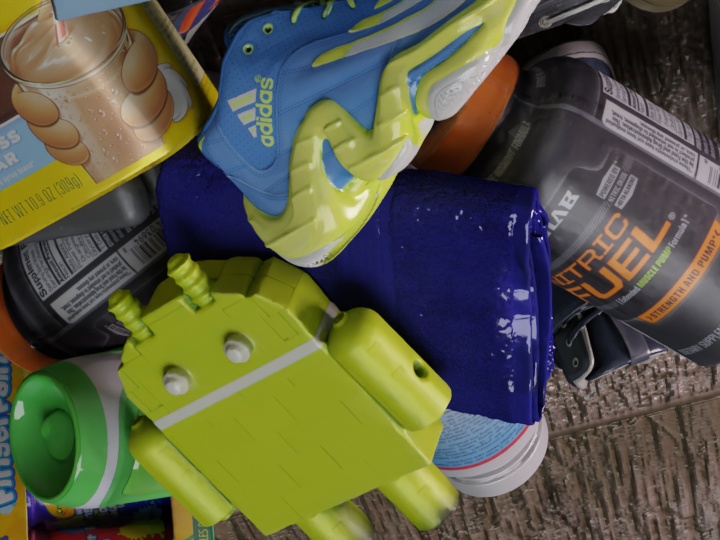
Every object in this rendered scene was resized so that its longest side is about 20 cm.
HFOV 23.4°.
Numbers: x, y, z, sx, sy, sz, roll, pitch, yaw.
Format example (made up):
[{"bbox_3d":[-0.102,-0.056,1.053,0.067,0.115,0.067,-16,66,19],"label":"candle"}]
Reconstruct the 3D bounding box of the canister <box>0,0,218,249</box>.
[{"bbox_3d":[-0.176,-0.124,0.804,0.148,0.087,0.201,-27,111,19],"label":"canister"}]

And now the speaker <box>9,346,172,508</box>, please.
[{"bbox_3d":[-0.100,0.087,1.012,0.199,0.089,0.088,-3,146,-43],"label":"speaker"}]

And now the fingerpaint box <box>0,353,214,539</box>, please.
[{"bbox_3d":[-0.177,0.130,1.083,0.166,0.201,0.073,-3,155,-8],"label":"fingerpaint box"}]

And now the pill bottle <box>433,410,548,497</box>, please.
[{"bbox_3d":[0.057,0.066,1.137,0.108,0.109,0.200,-19,140,11],"label":"pill bottle"}]

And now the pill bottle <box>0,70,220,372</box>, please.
[{"bbox_3d":[-0.132,-0.018,0.995,0.200,0.107,0.106,-35,135,29],"label":"pill bottle"}]

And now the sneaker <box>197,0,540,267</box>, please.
[{"bbox_3d":[-0.002,-0.098,0.759,0.105,0.076,0.200,39,110,-1],"label":"sneaker"}]

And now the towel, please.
[{"bbox_3d":[0.000,0.000,0.877,0.199,0.050,0.148,10,132,17],"label":"towel"}]

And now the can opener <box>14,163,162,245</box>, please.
[{"bbox_3d":[-0.190,-0.050,0.932,0.199,0.053,0.067,-7,112,35],"label":"can opener"}]

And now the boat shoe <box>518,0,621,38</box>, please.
[{"bbox_3d":[0.111,-0.160,0.901,0.199,0.072,0.068,-20,138,16],"label":"boat shoe"}]

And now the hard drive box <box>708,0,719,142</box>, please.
[{"bbox_3d":[0.306,-0.118,0.992,0.199,0.077,0.156,-14,141,6],"label":"hard drive box"}]

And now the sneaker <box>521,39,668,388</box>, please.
[{"bbox_3d":[0.134,-0.023,1.008,0.076,0.147,0.203,-16,144,-14],"label":"sneaker"}]

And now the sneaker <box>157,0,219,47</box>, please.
[{"bbox_3d":[-0.098,-0.152,0.871,0.075,0.079,0.200,38,117,-6],"label":"sneaker"}]

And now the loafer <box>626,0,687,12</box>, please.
[{"bbox_3d":[0.188,-0.206,0.802,0.076,0.067,0.201,26,96,-18],"label":"loafer"}]

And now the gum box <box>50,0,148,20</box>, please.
[{"bbox_3d":[-0.041,-0.196,0.688,0.199,0.045,0.170,-14,141,-8],"label":"gum box"}]

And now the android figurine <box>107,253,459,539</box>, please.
[{"bbox_3d":[-0.044,0.070,0.892,0.181,0.041,0.200,-26,117,34],"label":"android figurine"}]

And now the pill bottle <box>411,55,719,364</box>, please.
[{"bbox_3d":[0.125,-0.040,0.904,0.199,0.107,0.106,28,131,-14],"label":"pill bottle"}]
